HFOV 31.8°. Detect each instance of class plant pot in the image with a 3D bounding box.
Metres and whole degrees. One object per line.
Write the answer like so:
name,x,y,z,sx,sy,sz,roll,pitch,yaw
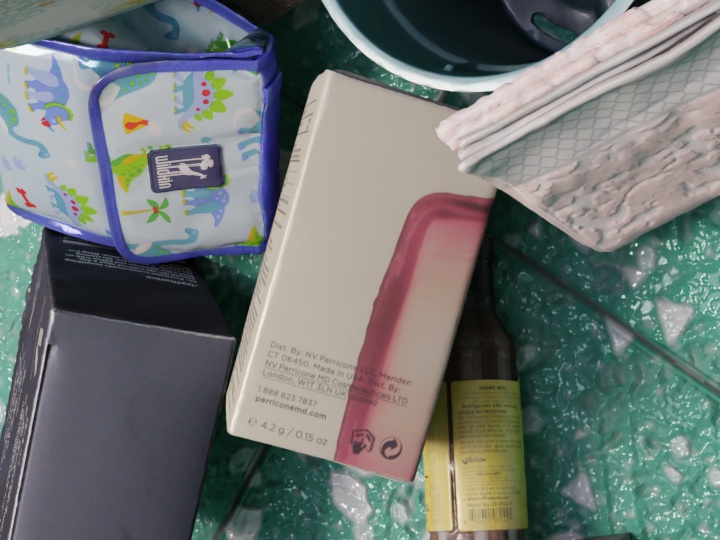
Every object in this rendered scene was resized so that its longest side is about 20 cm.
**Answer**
plant pot,0.098,-0.192,0.681,0.198,0.196,0.203,2,95,27

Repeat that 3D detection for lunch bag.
lunch bag,-0.144,-0.101,0.834,0.198,0.128,0.171,16,139,13

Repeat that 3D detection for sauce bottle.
sauce bottle,0.069,0.079,0.783,0.064,0.065,0.203,-6,78,29

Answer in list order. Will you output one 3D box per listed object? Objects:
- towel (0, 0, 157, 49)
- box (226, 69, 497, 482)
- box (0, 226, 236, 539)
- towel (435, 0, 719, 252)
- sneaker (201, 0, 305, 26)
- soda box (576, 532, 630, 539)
towel,-0.136,-0.173,0.681,0.198,0.171,0.049,-22,95,-12
box,0.000,0.000,0.722,0.108,0.128,0.202,16,93,-7
box,-0.172,0.097,0.843,0.116,0.200,0.199,10,103,-18
towel,0.164,-0.078,0.622,0.199,0.190,0.033,-28,64,28
sneaker,-0.020,-0.244,0.814,0.198,0.075,0.107,-21,55,12
soda box,0.077,0.218,0.801,0.198,0.068,0.064,-16,87,28
